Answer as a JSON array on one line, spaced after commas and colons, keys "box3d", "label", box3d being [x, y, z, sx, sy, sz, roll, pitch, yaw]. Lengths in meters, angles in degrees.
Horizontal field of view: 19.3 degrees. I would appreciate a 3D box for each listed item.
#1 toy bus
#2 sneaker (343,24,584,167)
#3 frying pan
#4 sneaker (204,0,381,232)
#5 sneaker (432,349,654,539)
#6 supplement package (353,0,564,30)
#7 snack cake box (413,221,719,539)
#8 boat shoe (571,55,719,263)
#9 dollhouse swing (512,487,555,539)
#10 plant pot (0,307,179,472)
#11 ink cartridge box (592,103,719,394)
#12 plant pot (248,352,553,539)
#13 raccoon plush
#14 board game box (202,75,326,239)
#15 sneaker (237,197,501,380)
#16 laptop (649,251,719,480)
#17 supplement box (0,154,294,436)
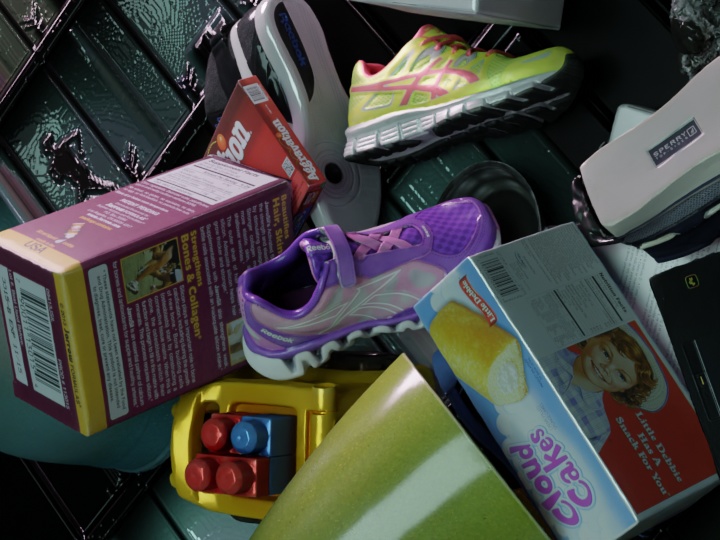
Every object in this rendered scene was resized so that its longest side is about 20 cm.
[{"box3d": [-0.071, 0.128, 1.530, 0.200, 0.192, 0.136, 2, 92, 37], "label": "toy bus"}, {"box3d": [0.066, -0.137, 1.504, 0.200, 0.078, 0.090, -13, 75, 33], "label": "sneaker"}, {"box3d": [0.115, -0.035, 1.474, 0.190, 0.031, 0.115, -33, 61, 42], "label": "frying pan"}, {"box3d": [-0.056, -0.099, 1.604, 0.112, 0.073, 0.200, -25, 79, 47], "label": "sneaker"}, {"box3d": [0.133, 0.111, 1.462, 0.078, 0.070, 0.200, -45, 68, 18], "label": "sneaker"}, {"box3d": [0.075, -0.276, 1.469, 0.121, 0.120, 0.200, 12, 97, 34], "label": "supplement package"}, {"box3d": [0.139, 0.076, 1.366, 0.067, 0.115, 0.200, -44, 72, 40], "label": "snack cake box"}, {"box3d": [0.233, -0.077, 1.323, 0.200, 0.093, 0.075, -30, 59, 22], "label": "boat shoe"}, {"box3d": [0.062, 0.263, 1.442, 0.200, 0.176, 0.182, 45, 115, 28], "label": "dollhouse swing"}, {"box3d": [-0.251, 0.058, 1.634, 0.200, 0.188, 0.200, -3, 86, 51], "label": "plant pot"}, {"box3d": [0.228, 0.007, 1.402, 0.176, 0.045, 0.200, 20, 102, 35], "label": "ink cartridge box"}, {"box3d": [0.008, 0.188, 1.387, 0.200, 0.187, 0.187, -38, 66, 0], "label": "plant pot"}, {"box3d": [0.275, -0.194, 1.347, 0.134, 0.097, 0.200, 3, 91, 28], "label": "raccoon plush"}, {"box3d": [-0.089, -0.044, 1.597, 0.103, 0.019, 0.200, 57, 144, 22], "label": "board game box"}, {"box3d": [0.000, 0.000, 1.462, 0.200, 0.088, 0.081, -25, 48, 2], "label": "sneaker"}, {"box3d": [0.300, 0.058, 1.283, 0.200, 0.103, 0.177, -20, 95, 7], "label": "laptop"}, {"box3d": [-0.149, 0.013, 1.513, 0.103, 0.200, 0.131, 22, 125, 47], "label": "supplement box"}]
